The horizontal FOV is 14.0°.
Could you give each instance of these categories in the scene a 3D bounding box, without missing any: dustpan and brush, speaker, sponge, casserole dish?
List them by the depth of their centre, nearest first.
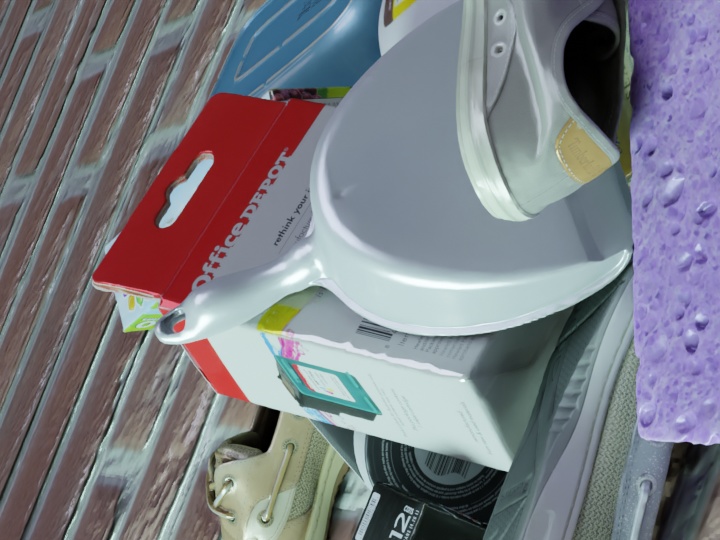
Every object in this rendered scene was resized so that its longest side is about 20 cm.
[{"bbox_3d":[0.137,-0.038,1.030,0.111,0.030,0.201,-3,89,59],"label":"sponge"},{"bbox_3d":[0.004,-0.020,1.153,0.199,0.057,0.140,-21,61,6],"label":"dustpan and brush"},{"bbox_3d":[0.016,0.052,1.327,0.082,0.081,0.200,-64,19,6],"label":"speaker"},{"bbox_3d":[-0.019,-0.114,1.447,0.200,0.039,0.122,-33,29,48],"label":"casserole dish"}]

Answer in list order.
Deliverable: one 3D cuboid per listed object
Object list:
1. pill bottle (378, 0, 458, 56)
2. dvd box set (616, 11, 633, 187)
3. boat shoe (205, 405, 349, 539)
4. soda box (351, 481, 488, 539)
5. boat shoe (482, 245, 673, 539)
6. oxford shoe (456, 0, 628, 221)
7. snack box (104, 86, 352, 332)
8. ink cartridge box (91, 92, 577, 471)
[{"bbox_3d":[0.096,-0.130,1.278,0.200,0.109,0.110,-35,35,57],"label":"pill bottle"},{"bbox_3d":[0.129,-0.128,1.099,0.200,0.029,0.147,-39,58,50],"label":"dvd box set"},{"bbox_3d":[-0.047,0.104,1.455,0.201,0.064,0.071,-66,18,0],"label":"boat shoe"},{"bbox_3d":[0.006,0.193,1.189,0.201,0.070,0.063,-67,19,-3],"label":"soda box"},{"bbox_3d":[0.104,0.055,1.120,0.203,0.064,0.074,-67,8,-18],"label":"boat shoe"},{"bbox_3d":[0.071,-0.111,1.096,0.057,0.075,0.201,-15,57,25],"label":"oxford shoe"},{"bbox_3d":[-0.020,-0.030,1.422,0.200,0.142,0.053,-37,62,55],"label":"snack box"},{"bbox_3d":[0.000,0.000,1.219,0.199,0.067,0.116,13,59,35],"label":"ink cartridge box"}]
